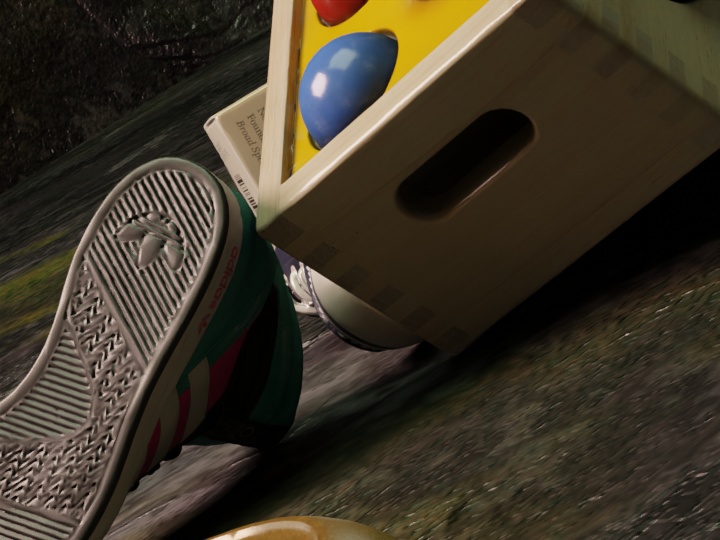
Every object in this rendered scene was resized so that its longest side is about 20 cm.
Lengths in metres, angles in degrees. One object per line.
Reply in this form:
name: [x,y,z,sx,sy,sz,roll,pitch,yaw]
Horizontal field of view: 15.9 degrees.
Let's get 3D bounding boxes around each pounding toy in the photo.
pounding toy: [0.048,-0.117,0.971,0.200,0.142,0.185,-40,32,34]

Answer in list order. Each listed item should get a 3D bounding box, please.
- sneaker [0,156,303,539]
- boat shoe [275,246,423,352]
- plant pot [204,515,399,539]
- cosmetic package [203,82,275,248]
sneaker: [-0.089,0.060,0.986,0.201,0.083,0.121,-58,-27,0]
boat shoe: [0.000,0.000,1.111,0.093,0.074,0.200,-56,7,27]
plant pot: [-0.072,0.125,0.749,0.199,0.028,0.200,-30,10,6]
cosmetic package: [0.034,-0.080,1.262,0.199,0.104,0.073,-32,3,-7]
